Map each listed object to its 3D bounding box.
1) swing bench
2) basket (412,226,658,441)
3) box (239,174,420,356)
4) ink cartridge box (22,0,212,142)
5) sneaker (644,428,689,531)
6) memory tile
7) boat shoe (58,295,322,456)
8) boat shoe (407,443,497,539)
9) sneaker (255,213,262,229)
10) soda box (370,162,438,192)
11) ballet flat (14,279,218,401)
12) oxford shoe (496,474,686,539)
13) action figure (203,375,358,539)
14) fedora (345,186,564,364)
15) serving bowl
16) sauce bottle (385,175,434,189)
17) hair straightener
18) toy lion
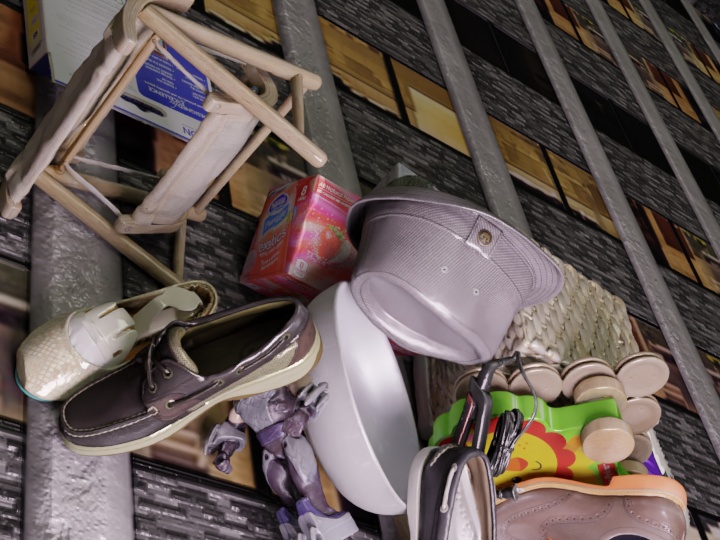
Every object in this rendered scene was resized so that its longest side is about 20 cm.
[{"bbox_3d":[-0.164,-0.109,0.972,0.199,0.199,0.131,29,33,-28],"label":"swing bench"},{"bbox_3d":[0.173,0.096,1.191,0.197,0.161,0.201,31,31,-23],"label":"basket"},{"bbox_3d":[0.000,0.000,1.112,0.199,0.094,0.104,28,70,-30],"label":"box"},{"bbox_3d":[-0.234,-0.200,1.151,0.196,0.047,0.202,22,39,-38],"label":"ink cartridge box"},{"bbox_3d":[0.284,0.208,1.284,0.099,0.070,0.201,7,47,-45],"label":"sneaker"},{"bbox_3d":[0.182,0.138,1.085,0.197,0.155,0.017,-5,40,-2],"label":"memory tile"},{"bbox_3d":[-0.126,0.067,0.830,0.065,0.198,0.074,76,-13,-49],"label":"boat shoe"},{"bbox_3d":[0.079,0.239,0.920,0.073,0.060,0.203,11,75,-37],"label":"boat shoe"},{"bbox_3d":[-0.028,-0.049,1.198,0.199,0.072,0.072,-2,55,-51],"label":"sneaker"},{"bbox_3d":[0.099,-0.034,1.344,0.199,0.068,0.064,33,31,-21],"label":"soda box"},{"bbox_3d":[-0.183,0.043,0.900,0.068,0.062,0.199,50,30,9],"label":"ballet flat"},{"bbox_3d":[0.186,0.229,1.027,0.072,0.198,0.073,57,31,-37],"label":"oxford shoe"},{"bbox_3d":[-0.058,0.138,0.885,0.069,0.130,0.202,-16,79,-41],"label":"action figure"},{"bbox_3d":[0.068,0.016,0.988,0.199,0.176,0.091,36,61,-27],"label":"fedora"},{"bbox_3d":[-0.010,0.114,0.988,0.200,0.065,0.202,-18,90,-78],"label":"serving bowl"},{"bbox_3d":[0.073,-0.028,1.235,0.065,0.064,0.200,64,4,29],"label":"sauce bottle"},{"bbox_3d":[0.107,0.166,0.983,0.076,0.202,0.041,19,-3,25],"label":"hair straightener"},{"bbox_3d":[0.163,0.182,1.074,0.069,0.189,0.201,-88,158,-47],"label":"toy lion"}]
